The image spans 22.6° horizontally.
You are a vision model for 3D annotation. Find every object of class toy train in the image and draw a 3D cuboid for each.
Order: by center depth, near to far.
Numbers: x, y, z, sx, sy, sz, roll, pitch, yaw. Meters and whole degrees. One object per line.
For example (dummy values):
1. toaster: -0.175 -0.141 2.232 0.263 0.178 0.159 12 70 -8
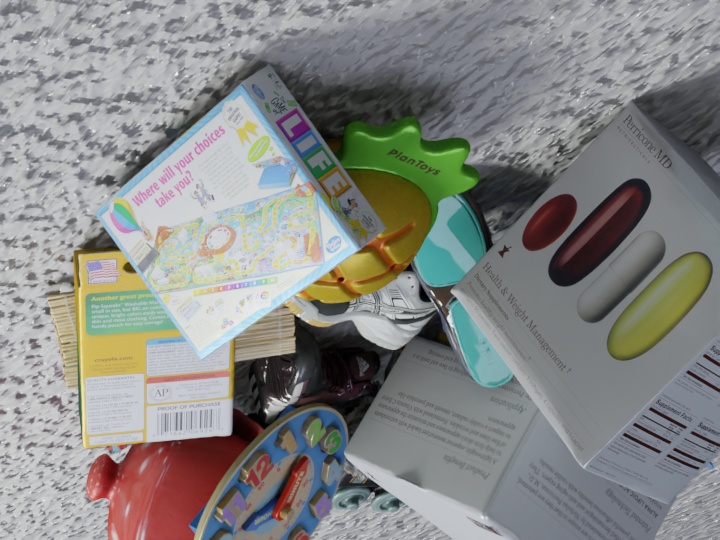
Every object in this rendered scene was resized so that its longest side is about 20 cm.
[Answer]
1. toy train: 0.041 0.200 1.914 0.198 0.086 0.114 6 143 -32

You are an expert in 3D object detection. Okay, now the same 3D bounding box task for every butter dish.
1. butter dish: -0.187 0.214 1.698 0.147 0.201 0.200 21 178 -15

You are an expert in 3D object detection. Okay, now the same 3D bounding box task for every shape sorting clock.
1. shape sorting clock: -0.076 0.208 1.597 0.199 0.039 0.202 -34 140 -35

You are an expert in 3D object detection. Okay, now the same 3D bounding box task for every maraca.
1. maraca: -0.004 -0.046 1.287 0.136 0.108 0.200 16 142 -34

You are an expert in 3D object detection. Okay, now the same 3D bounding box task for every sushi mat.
1. sushi mat: -0.153 0.044 1.486 0.198 0.012 0.097 -9 121 -7

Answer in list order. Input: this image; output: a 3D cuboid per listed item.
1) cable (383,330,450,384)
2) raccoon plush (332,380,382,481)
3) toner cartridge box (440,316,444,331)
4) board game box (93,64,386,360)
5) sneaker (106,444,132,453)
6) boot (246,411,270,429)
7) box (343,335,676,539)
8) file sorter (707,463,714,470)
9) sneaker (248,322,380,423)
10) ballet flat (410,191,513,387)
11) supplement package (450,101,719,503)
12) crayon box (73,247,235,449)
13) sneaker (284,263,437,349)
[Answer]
1. cable: 0.042 0.062 1.654 0.096 0.051 0.200 -23 144 15
2. raccoon plush: 0.050 0.160 1.738 0.198 0.098 0.134 3 -177 -20
3. toner cartridge box: 0.163 0.000 1.539 0.094 0.044 0.200 6 152 -38
4. board game box: -0.088 -0.035 1.251 0.199 0.135 0.034 -33 -176 45
5. sneaker: -0.188 0.104 1.596 0.094 0.080 0.200 -8 157 -9
6. boot: -0.082 0.164 1.737 0.074 0.098 0.200 -21 163 -17
7. box: 0.130 0.176 1.569 0.200 0.131 0.198 40 166 -35
8. file sorter: 0.348 0.065 1.593 0.199 0.123 0.139 -35 153 8
9. sneaker: -0.032 0.082 1.633 0.114 0.077 0.200 -9 168 -15
10. ballet flat: 0.082 0.001 1.451 0.072 0.073 0.201 -14 120 11
11. supplement package: 0.215 0.026 1.347 0.200 0.192 0.147 -47 144 13
12. crayon box: -0.163 0.047 1.438 0.124 0.052 0.202 -4 129 -12
13. sneaker: 0.000 0.000 1.462 0.087 0.076 0.199 -39 150 23
